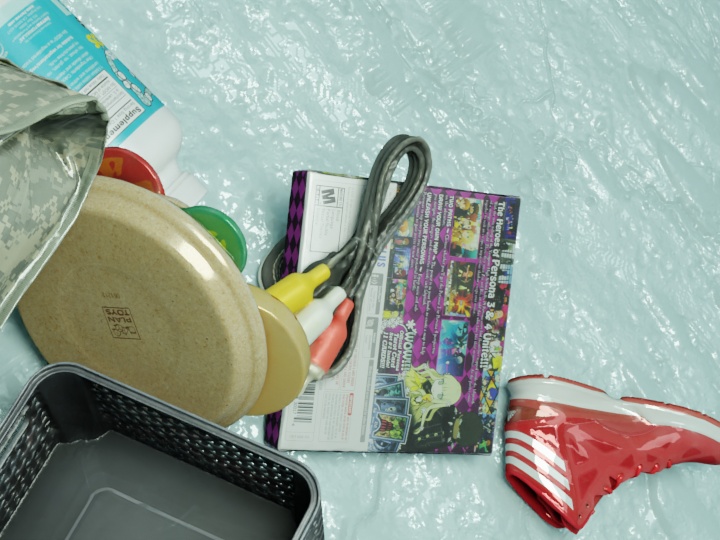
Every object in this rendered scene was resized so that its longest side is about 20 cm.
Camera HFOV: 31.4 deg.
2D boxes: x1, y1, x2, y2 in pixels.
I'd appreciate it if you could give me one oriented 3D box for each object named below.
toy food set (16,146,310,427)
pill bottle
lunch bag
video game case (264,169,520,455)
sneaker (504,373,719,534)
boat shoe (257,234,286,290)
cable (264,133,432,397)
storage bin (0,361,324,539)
[{"bbox_3d":[-0.139,0.020,0.813,0.199,0.199,0.049,61,39,-18],"label":"toy food set"},{"bbox_3d":[-0.198,-0.100,0.868,0.200,0.111,0.111,45,59,-9],"label":"pill bottle"},{"bbox_3d":[-0.259,-0.049,0.730,0.163,0.118,0.201,19,67,23],"label":"lunch bag"},{"bbox_3d":[0.026,0.034,0.946,0.180,0.036,0.201,4,93,-26],"label":"video game case"},{"bbox_3d":[0.201,0.159,1.024,0.199,0.078,0.116,14,76,-10],"label":"sneaker"},{"bbox_3d":[0.015,-0.024,0.985,0.199,0.057,0.067,-18,83,-31],"label":"boat shoe"},{"bbox_3d":[0.000,0.000,0.882,0.200,0.050,0.097,-48,123,-15],"label":"cable"},{"bbox_3d":[-0.132,0.161,0.779,0.199,0.094,0.136,21,61,13],"label":"storage bin"}]
